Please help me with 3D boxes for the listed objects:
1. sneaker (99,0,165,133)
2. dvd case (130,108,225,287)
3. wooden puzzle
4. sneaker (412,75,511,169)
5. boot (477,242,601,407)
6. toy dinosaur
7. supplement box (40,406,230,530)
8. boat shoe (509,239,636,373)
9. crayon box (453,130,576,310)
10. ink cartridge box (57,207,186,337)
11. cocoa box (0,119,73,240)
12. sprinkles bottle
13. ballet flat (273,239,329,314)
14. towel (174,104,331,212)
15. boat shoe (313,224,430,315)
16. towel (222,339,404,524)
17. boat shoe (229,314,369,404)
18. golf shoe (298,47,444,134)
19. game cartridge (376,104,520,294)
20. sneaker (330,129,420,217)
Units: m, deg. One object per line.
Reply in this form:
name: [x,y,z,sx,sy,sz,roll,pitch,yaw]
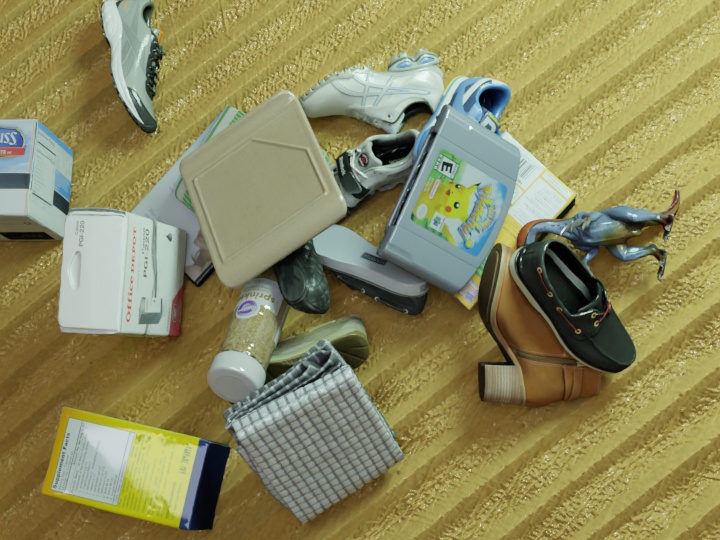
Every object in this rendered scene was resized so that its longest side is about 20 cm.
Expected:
sneaker: [-0.302,-0.286,1.548,0.078,0.074,0.203,-13,76,0]
dvd case: [-0.200,-0.098,1.520,0.142,0.018,0.200,41,86,15]
wooden puzzle: [-0.122,-0.101,1.408,0.184,0.037,0.202,-33,61,12]
sneaker: [0.127,-0.167,1.426,0.081,0.074,0.202,3,59,40]
boot: [0.222,0.065,1.378,0.152,0.074,0.204,-1,103,-7]
toy dinosaur: [0.290,-0.038,1.399,0.179,0.200,0.107,12,116,18]
supplement box: [-0.278,0.248,1.412,0.197,0.110,0.111,12,80,10]
boat shoe: [0.260,0.046,1.331,0.202,0.063,0.074,47,60,-14]
crayon box: [0.163,-0.060,1.443,0.126,0.052,0.200,43,86,14]
ink cartridge box: [-0.291,0.008,1.407,0.083,0.200,0.149,2,86,14]
cocoa box: [-0.502,-0.119,1.508,0.196,0.133,0.134,0,77,8]
sprinkles bottle: [-0.129,0.067,1.403,0.067,0.069,0.202,8,47,10]
ballet flat: [-0.083,-0.028,1.427,0.066,0.057,0.202,-30,51,22]
towel: [-0.145,-0.120,1.461,0.199,0.023,0.154,30,83,35]
boat shoe: [0.000,0.000,1.447,0.198,0.057,0.068,25,42,27]
towel: [-0.056,0.192,1.353,0.164,0.201,0.086,-30,41,2]
boat shoe: [-0.085,0.114,1.442,0.198,0.074,0.063,-24,32,6]
golf shoe: [0.017,-0.220,1.489,0.197,0.078,0.099,-15,82,6]
game cartridge: [0.115,-0.082,1.378,0.132,0.040,0.203,27,85,-25]
sneaker: [-0.003,-0.131,1.461,0.198,0.089,0.075,-27,68,2]
